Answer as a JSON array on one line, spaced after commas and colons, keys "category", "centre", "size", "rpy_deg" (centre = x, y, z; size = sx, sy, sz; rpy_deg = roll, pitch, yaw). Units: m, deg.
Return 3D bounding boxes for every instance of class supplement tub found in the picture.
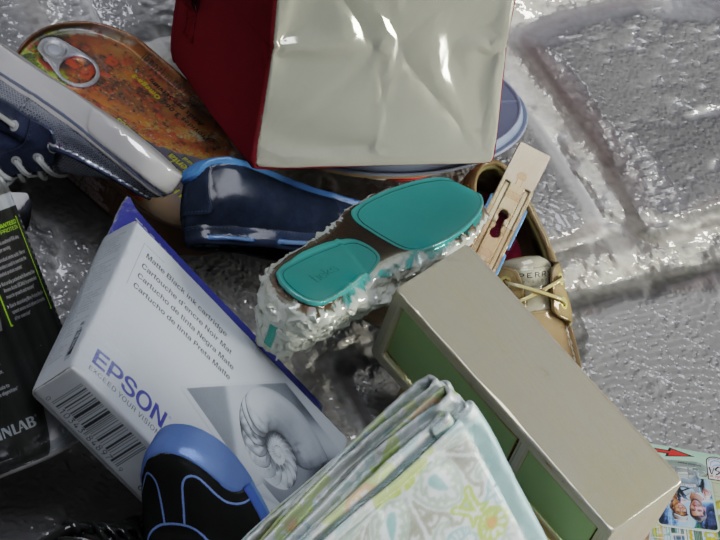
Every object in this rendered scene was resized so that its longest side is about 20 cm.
[{"category": "supplement tub", "centre": [-0.241, 0.022, 1.491], "size": [0.122, 0.122, 0.201], "rpy_deg": [-23, 94, -34]}]

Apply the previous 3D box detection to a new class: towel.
[{"category": "towel", "centre": [0.026, 0.178, 1.456], "size": [0.171, 0.201, 0.048], "rpy_deg": [-41, 37, -18]}]

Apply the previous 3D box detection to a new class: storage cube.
[{"category": "storage cube", "centre": [-0.012, -0.179, 1.685], "size": [0.199, 0.172, 0.180], "rpy_deg": [-2, 28, -22]}]

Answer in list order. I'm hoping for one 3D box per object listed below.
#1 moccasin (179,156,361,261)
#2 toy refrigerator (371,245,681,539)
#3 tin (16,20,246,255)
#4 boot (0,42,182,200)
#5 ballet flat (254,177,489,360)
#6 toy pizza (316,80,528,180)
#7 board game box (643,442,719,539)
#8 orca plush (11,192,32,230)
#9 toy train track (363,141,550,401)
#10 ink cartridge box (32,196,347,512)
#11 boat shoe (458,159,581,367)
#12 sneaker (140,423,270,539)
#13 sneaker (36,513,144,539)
[{"category": "moccasin", "centre": [-0.033, -0.012, 1.678], "size": [0.199, 0.080, 0.069], "rpy_deg": [17, 69, -21]}, {"category": "toy refrigerator", "centre": [0.096, 0.089, 1.571], "size": [0.070, 0.076, 0.200], "rpy_deg": [-31, 70, -30]}, {"category": "tin", "centre": [-0.151, -0.088, 1.727], "size": [0.200, 0.042, 0.112], "rpy_deg": [41, 46, 15]}, {"category": "boot", "centre": [-0.211, -0.079, 1.657], "size": [0.200, 0.073, 0.091], "rpy_deg": [34, 91, 22]}, {"category": "ballet flat", "centre": [0.000, 0.000, 1.605], "size": [0.072, 0.072, 0.200], "rpy_deg": [44, 43, 18]}, {"category": "toy pizza", "centre": [0.016, -0.103, 1.773], "size": [0.199, 0.032, 0.200], "rpy_deg": [2, 29, -1]}, {"category": "board game box", "centre": [0.142, 0.162, 1.605], "size": [0.199, 0.029, 0.135], "rpy_deg": [10, 49, -14]}, {"category": "orca plush", "centre": [-0.292, -0.012, 1.586], "size": [0.199, 0.105, 0.072], "rpy_deg": [-1, 89, -51]}, {"category": "toy train track", "centre": [0.070, 0.011, 1.671], "size": [0.114, 0.033, 0.201], "rpy_deg": [26, 75, 1]}, {"category": "ink cartridge box", "centre": [-0.090, 0.070, 1.532], "size": [0.200, 0.041, 0.200], "rpy_deg": [47, 32, -21]}, {"category": "boat shoe", "centre": [0.102, 0.013, 1.717], "size": [0.074, 0.067, 0.201], "rpy_deg": [-6, 55, -25]}, {"category": "sneaker", "centre": [-0.086, 0.186, 1.426], "size": [0.070, 0.201, 0.078], "rpy_deg": [-3, 27, 28]}, {"category": "sneaker", "centre": [-0.141, 0.177, 1.468], "size": [0.071, 0.098, 0.200], "rpy_deg": [42, 49, 21]}]
